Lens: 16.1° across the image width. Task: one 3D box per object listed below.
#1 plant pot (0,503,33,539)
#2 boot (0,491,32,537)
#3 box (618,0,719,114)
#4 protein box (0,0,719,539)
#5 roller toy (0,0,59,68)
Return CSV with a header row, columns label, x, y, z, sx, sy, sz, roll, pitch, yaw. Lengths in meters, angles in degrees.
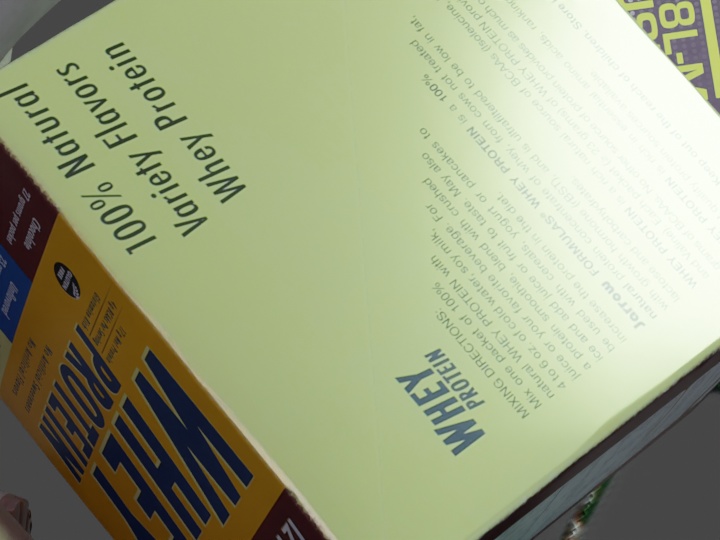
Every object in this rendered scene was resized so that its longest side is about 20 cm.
label,x,y,z,sx,sy,sz,roll,pitch,yaw
plant pot,-0.139,0.146,0.761,0.200,0.187,0.188,36,83,-12
boot,-0.193,0.157,0.907,0.107,0.075,0.201,26,81,10
box,0.107,-0.095,0.957,0.192,0.048,0.201,-8,82,1
protein box,0.000,0.000,0.819,0.200,0.135,0.199,-35,78,-28
roller toy,-0.163,-0.150,0.827,0.183,0.200,0.140,50,116,20
